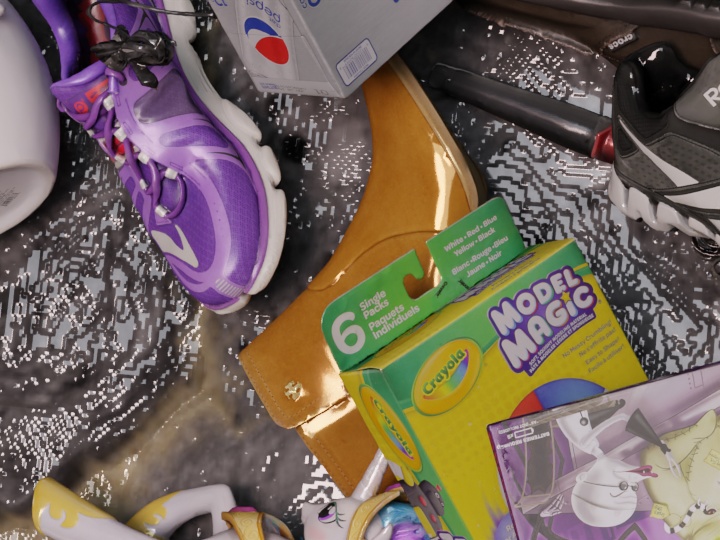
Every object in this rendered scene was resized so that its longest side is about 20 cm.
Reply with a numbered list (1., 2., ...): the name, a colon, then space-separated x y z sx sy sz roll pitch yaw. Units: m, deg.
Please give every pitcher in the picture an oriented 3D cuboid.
1. pitcher: -0.214 -0.126 1.011 0.172 0.121 0.200 -43 68 40

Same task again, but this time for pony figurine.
1. pony figurine: -0.057 0.177 0.952 0.200 0.166 0.194 -6 74 27

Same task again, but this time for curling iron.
1. curling iron: 0.119 -0.051 0.990 0.200 0.026 0.050 30 87 14

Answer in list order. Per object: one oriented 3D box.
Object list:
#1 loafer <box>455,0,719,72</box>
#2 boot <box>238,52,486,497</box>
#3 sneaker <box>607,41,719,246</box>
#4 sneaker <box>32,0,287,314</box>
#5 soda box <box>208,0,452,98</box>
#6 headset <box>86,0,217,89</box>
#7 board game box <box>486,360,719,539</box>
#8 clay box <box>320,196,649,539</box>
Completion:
1. loafer: 0.120 -0.119 0.968 0.200 0.071 0.073 21 53 34
2. boot: 0.000 0.000 0.988 0.144 0.071 0.202 -30 82 7
3. sneaker: 0.171 -0.046 0.872 0.066 0.091 0.200 -31 34 -24
4. sneaker: -0.108 -0.067 1.005 0.081 0.083 0.200 -39 71 32
5. soda box: 0.023 -0.162 0.950 0.200 0.064 0.068 -45 31 -26
6. headset: -0.045 -0.160 0.978 0.200 0.094 0.124 -41 110 -16
7. board game box: 0.161 0.093 0.831 0.199 0.032 0.120 -15 89 0
8. clay box: 0.076 0.077 0.917 0.115 0.048 0.200 -33 101 -23
